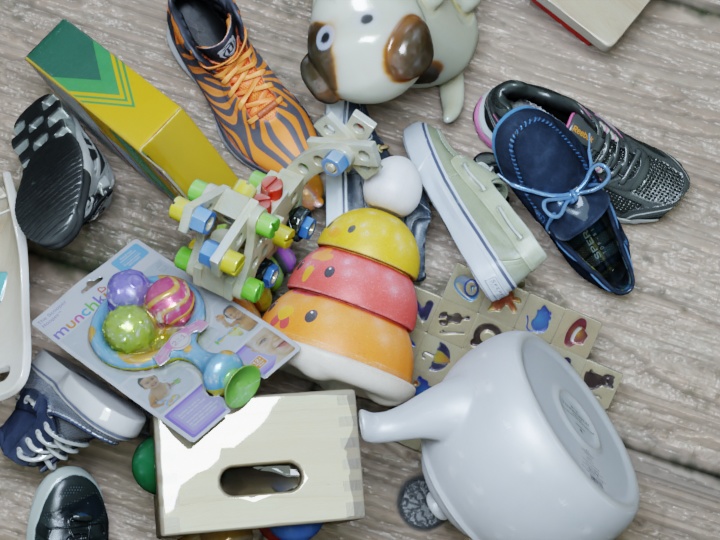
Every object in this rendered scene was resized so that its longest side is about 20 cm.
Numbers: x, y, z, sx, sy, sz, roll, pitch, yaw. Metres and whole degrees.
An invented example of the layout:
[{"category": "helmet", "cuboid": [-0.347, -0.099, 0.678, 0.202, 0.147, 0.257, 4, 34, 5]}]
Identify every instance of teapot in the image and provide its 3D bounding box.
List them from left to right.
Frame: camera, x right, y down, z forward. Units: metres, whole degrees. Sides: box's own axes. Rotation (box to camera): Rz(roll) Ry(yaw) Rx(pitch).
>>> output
[{"category": "teapot", "cuboid": [0.119, 0.157, 1.184, 0.146, 0.197, 0.200, -37, 81, 20]}]

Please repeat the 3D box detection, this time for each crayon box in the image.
[{"category": "crayon box", "cuboid": [-0.177, -0.114, 1.229, 0.052, 0.126, 0.200, -46, 56, -7]}]

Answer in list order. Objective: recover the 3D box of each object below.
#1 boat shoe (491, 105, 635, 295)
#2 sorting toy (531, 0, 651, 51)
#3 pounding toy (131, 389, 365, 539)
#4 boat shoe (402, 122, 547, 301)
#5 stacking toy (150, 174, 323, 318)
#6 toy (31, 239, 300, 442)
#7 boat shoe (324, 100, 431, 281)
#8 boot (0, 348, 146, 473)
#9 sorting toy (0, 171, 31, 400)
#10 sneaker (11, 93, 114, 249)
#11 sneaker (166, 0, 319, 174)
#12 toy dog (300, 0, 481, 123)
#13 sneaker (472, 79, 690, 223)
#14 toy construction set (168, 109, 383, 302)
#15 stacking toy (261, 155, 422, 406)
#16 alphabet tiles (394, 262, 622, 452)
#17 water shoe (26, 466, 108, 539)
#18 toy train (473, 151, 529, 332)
[{"category": "boat shoe", "cuboid": [0.183, -0.058, 1.235, 0.084, 0.069, 0.200, -42, 125, 5]}, {"category": "sorting toy", "cuboid": [0.200, -0.323, 1.335, 0.200, 0.070, 0.199, 39, 82, 6]}, {"category": "pounding toy", "cuboid": [-0.109, 0.182, 1.202, 0.199, 0.184, 0.143, -4, 80, -10]}, {"category": "boat shoe", "cuboid": [0.096, -0.058, 1.253, 0.062, 0.072, 0.200, -29, 52, 4]}, {"category": "stacking toy", "cuboid": [-0.100, -0.009, 1.266, 0.116, 0.110, 0.200, 31, 71, 27]}, {"category": "toy", "cuboid": [-0.156, 0.039, 1.146, 0.200, 0.047, 0.115, 32, 60, 31]}, {"category": "boat shoe", "cuboid": [0.014, -0.085, 1.296, 0.091, 0.071, 0.201, -1, 87, -1]}, {"category": "boot", "cuboid": [-0.238, 0.130, 1.202, 0.073, 0.200, 0.091, 31, 85, -24]}, {"category": "sorting toy", "cuboid": [-0.346, 0.045, 1.216, 0.200, 0.107, 0.180, -22, 55, -4]}, {"category": "sneaker", "cuboid": [-0.236, -0.069, 1.236, 0.074, 0.200, 0.089, -35, 124, 12]}, {"category": "sneaker", "cuboid": [-0.107, -0.163, 1.282, 0.078, 0.112, 0.200, -40, 85, -6]}, {"category": "toy dog", "cuboid": [0.018, -0.203, 1.242, 0.139, 0.200, 0.194, -2, 109, 23]}, {"category": "sneaker", "cuboid": [0.191, -0.104, 1.288, 0.200, 0.086, 0.081, 22, 82, 3]}, {"category": "toy construction set", "cuboid": [-0.071, -0.052, 1.164, 0.092, 0.131, 0.200, 35, 54, 23]}, {"category": "stacking toy", "cuboid": [0.000, 0.000, 1.218, 0.146, 0.146, 0.201, 18, 81, 3]}, {"category": "alphabet tiles", "cuboid": [0.111, 0.093, 1.265, 0.200, 0.006, 0.167, 23, 102, 4]}, {"category": "water shoe", "cuboid": [-0.227, 0.262, 1.215, 0.071, 0.079, 0.201, 1, 91, -40]}, {"category": "toy train", "cuboid": [0.125, -0.007, 1.291, 0.034, 0.046, 0.201, -9, 81, -2]}]
